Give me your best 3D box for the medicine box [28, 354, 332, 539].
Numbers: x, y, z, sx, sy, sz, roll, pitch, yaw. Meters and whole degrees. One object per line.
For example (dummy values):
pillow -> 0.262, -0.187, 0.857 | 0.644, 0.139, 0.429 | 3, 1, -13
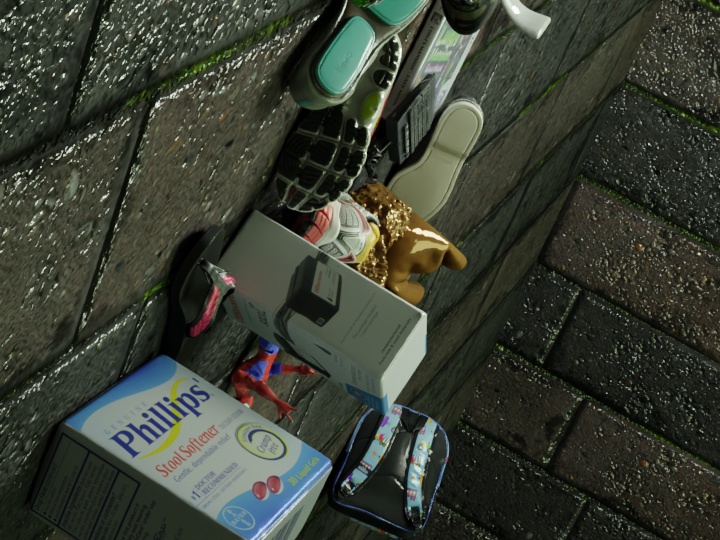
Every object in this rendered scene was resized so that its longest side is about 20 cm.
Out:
medicine box -> -0.158, 0.191, 1.486 | 0.103, 0.200, 0.182 | -64, 168, 26

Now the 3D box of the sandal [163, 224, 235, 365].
sandal -> -0.145, 0.032, 1.546 | 0.075, 0.045, 0.200 | -51, 165, -40

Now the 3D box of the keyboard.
keyboard -> 0.046, -0.152, 1.895 | 0.127, 0.021, 0.200 | -47, 171, -5

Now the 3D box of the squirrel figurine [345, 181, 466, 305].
squirrel figurine -> 0.000, 0.000, 1.956 | 0.187, 0.141, 0.200 | -50, 155, 0

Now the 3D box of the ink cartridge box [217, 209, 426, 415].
ink cartridge box -> -0.039, 0.043, 1.643 | 0.084, 0.200, 0.145 | -55, 168, -13

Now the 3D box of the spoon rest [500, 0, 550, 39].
spoon rest -> 0.202, -0.377, 2.055 | 0.099, 0.061, 0.200 | -55, 154, -32

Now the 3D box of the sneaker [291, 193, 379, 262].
sneaker -> -0.026, -0.042, 1.727 | 0.078, 0.082, 0.200 | -61, -173, 10

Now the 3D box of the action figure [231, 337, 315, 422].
action figure -> -0.076, 0.087, 1.862 | 0.200, 0.099, 0.065 | -60, 168, 10

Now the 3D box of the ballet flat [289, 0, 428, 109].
ballet flat -> -0.001, -0.227, 1.532 | 0.200, 0.067, 0.064 | -54, -162, -25

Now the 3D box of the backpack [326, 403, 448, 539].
backpack -> 0.051, 0.337, 2.836 | 0.135, 0.182, 0.200 | 112, 0, -71

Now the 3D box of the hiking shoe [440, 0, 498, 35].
hiking shoe -> 0.092, -0.308, 1.714 | 0.101, 0.076, 0.200 | -45, 154, -26

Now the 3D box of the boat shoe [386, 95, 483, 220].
boat shoe -> 0.090, -0.135, 2.084 | 0.200, 0.073, 0.063 | -56, -168, 25

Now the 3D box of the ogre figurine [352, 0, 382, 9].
ogre figurine -> 0.050, -0.319, 1.432 | 0.120, 0.098, 0.200 | -34, 141, -27

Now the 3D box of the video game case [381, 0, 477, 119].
video game case -> 0.096, -0.258, 1.936 | 0.182, 0.023, 0.200 | -64, 168, 13

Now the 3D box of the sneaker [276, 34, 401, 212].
sneaker -> -0.012, -0.144, 1.627 | 0.200, 0.077, 0.085 | -60, 175, 3
